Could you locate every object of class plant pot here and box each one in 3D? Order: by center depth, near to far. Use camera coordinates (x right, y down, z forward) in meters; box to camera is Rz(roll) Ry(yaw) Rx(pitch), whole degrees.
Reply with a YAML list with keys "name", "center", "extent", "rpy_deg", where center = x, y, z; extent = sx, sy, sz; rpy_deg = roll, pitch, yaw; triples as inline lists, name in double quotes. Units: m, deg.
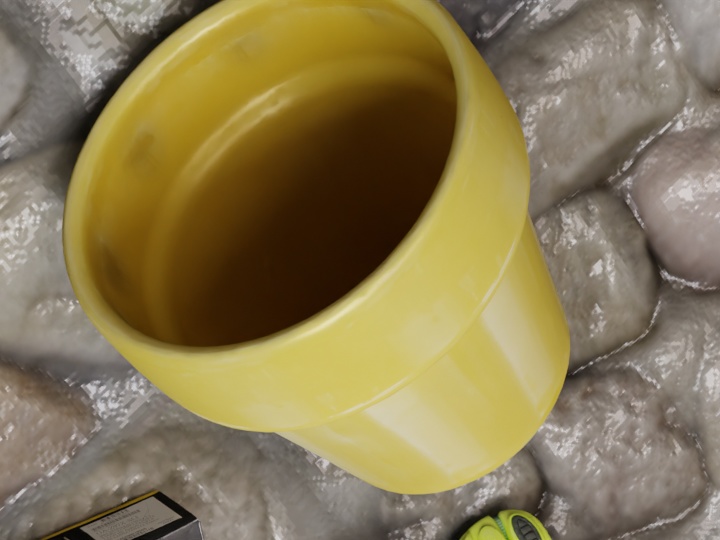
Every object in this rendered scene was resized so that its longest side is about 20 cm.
- name: "plant pot"
  center: [0.000, 0.000, 1.083]
  extent: [0.201, 0.201, 0.189]
  rpy_deg: [-52, 137, -10]

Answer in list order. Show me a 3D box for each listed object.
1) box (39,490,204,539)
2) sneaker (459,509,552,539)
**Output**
- name: "box"
  center: [-0.133, 0.226, 1.135]
  extent: [0.159, 0.049, 0.200]
  rpy_deg: [-23, 113, -27]
- name: "sneaker"
  center: [0.076, 0.224, 1.251]
  extent: [0.074, 0.084, 0.200]
  rpy_deg: [-7, 89, -8]
